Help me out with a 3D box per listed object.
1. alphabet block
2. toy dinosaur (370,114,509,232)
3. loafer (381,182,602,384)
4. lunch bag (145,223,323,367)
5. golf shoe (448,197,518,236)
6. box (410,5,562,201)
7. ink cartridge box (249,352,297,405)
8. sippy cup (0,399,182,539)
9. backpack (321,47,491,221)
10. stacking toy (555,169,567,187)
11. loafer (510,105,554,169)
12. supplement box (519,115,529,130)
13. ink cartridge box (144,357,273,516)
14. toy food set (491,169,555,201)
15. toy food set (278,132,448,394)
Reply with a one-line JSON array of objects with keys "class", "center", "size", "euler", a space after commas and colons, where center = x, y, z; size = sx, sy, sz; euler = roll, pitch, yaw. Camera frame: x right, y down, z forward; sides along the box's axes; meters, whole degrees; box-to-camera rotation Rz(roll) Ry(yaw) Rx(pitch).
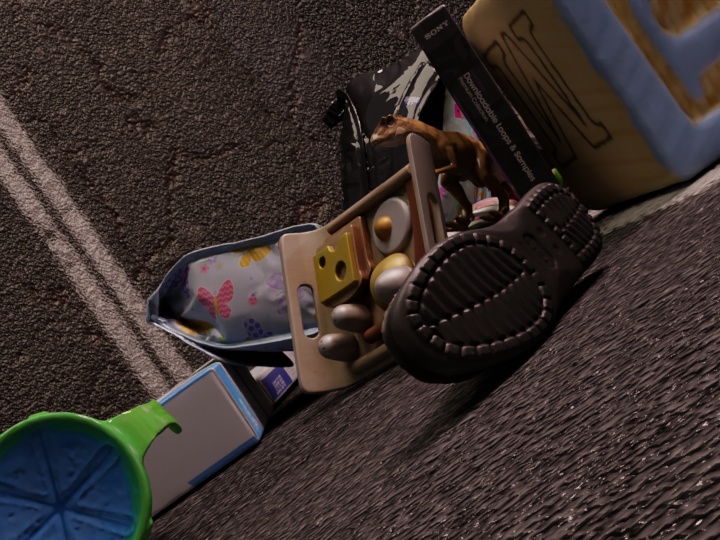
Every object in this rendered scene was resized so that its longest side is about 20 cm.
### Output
[{"class": "alphabet block", "center": [0.218, -0.181, 0.948], "size": [0.195, 0.197, 0.200], "euler": [-34, 1, -10]}, {"class": "toy dinosaur", "center": [0.099, -0.087, 1.074], "size": [0.199, 0.107, 0.060], "euler": [12, -27, -41]}, {"class": "loafer", "center": [0.072, 0.017, 0.715], "size": [0.200, 0.073, 0.071], "euler": [-30, -13, -50]}, {"class": "lunch bag", "center": [-0.088, 0.031, 1.262], "size": [0.198, 0.129, 0.169], "euler": [-10, -7, 19]}, {"class": "golf shoe", "center": [0.058, 0.004, 1.111], "size": [0.199, 0.073, 0.092], "euler": [-35, 3, 15]}, {"class": "box", "center": [0.108, -0.108, 0.993], "size": [0.036, 0.201, 0.143], "euler": [-31, 2, 8]}, {"class": "ink cartridge box", "center": [-0.158, 0.168, 1.490], "size": [0.199, 0.043, 0.196], "euler": [-38, 2, 16]}, {"class": "sippy cup", "center": [-0.217, 0.181, 0.977], "size": [0.176, 0.141, 0.130], "euler": [-11, -10, -1]}, {"class": "backpack", "center": [0.054, -0.098, 1.223], "size": [0.126, 0.202, 0.166], "euler": [20, -29, -38]}, {"class": "stacking toy", "center": [0.205, -0.113, 1.426], "size": [0.199, 0.086, 0.085], "euler": [-32, 1, -15]}, {"class": "loafer", "center": [0.172, -0.124, 1.271], "size": [0.068, 0.199, 0.071], "euler": [13, -87, -64]}, {"class": "supplement box", "center": [0.235, -0.172, 1.170], "size": [0.125, 0.074, 0.200], "euler": [7, 16, 24]}, {"class": "ink cartridge box", "center": [-0.169, 0.157, 1.242], "size": [0.145, 0.084, 0.200], "euler": [-36, 2, 1]}, {"class": "toy food set", "center": [0.104, -0.082, 1.332], "size": [0.197, 0.049, 0.200], "euler": [24, 63, 41]}, {"class": "toy food set", "center": [0.000, 0.000, 1.017], "size": [0.060, 0.145, 0.200], "euler": [5, -25, -36]}]
